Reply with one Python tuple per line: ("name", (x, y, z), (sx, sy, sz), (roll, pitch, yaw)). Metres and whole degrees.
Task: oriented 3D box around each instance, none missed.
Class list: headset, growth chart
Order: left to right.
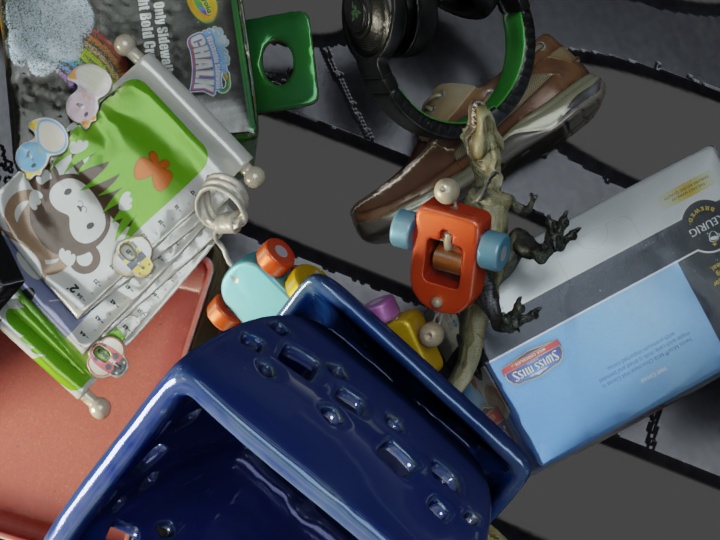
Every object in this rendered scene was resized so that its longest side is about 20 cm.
("growth chart", (-0.157, -0.031, 1.375), (0.144, 0.018, 0.201), (36, 90, -4))
("headset", (0.034, -0.181, 1.431), (0.123, 0.094, 0.201), (-32, 109, -26))

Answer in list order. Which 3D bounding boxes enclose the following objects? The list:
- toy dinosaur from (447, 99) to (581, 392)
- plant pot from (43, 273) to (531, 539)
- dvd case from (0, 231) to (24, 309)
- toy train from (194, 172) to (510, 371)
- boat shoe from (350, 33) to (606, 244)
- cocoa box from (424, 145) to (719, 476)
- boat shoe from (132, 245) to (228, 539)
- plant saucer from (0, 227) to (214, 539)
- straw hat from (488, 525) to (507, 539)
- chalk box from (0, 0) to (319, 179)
("toy dinosaur", (0.081, 0.000, 1.343), (0.047, 0.088, 0.202), (14, 85, -36))
("plant pot", (-0.033, 0.135, 1.278), (0.200, 0.200, 0.180), (41, 37, 5))
("dvd case", (-0.291, -0.002, 1.388), (0.025, 0.200, 0.151), (-12, 66, -45))
("toy train", (0.000, 0.000, 1.343), (0.199, 0.056, 0.151), (11, 115, 24))
("boat shoe", (0.070, -0.088, 1.495), (0.199, 0.076, 0.072), (-33, 81, -18))
("cocoa box", (0.160, 0.032, 1.446), (0.199, 0.133, 0.132), (-27, 83, -9))
("boat shoe", (-0.120, 0.081, 1.457), (0.064, 0.071, 0.201), (26, 75, -36))
("plant saucer", (-0.196, 0.074, 1.424), (0.198, 0.037, 0.201), (11, 77, 28))
("straw hat", (0.034, 0.241, 1.425), (0.199, 0.085, 0.203), (1, 81, -4))
("chalk box", (-0.129, -0.124, 1.456), (0.198, 0.124, 0.126), (-6, 80, -7))
